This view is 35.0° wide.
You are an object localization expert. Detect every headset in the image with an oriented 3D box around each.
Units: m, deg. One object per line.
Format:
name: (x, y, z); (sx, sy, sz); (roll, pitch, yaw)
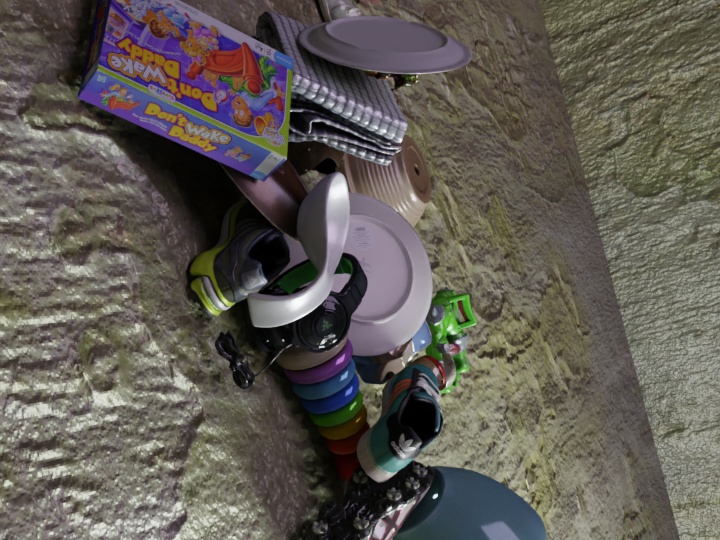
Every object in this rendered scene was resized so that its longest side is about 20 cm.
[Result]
headset: (-0.076, 0.040, 1.174); (0.200, 0.123, 0.094); (-54, 127, -38)

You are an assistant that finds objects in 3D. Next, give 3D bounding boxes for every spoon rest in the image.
spoon rest: (-0.045, -0.018, 1.135); (0.201, 0.060, 0.100); (-61, 154, -44)

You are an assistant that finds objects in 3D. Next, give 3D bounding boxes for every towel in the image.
towel: (-0.043, -0.206, 1.325); (0.165, 0.086, 0.201); (19, 29, -28)

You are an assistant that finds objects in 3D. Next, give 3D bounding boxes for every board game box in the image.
board game box: (-0.161, -0.185, 1.094); (0.199, 0.045, 0.135); (23, 49, -28)

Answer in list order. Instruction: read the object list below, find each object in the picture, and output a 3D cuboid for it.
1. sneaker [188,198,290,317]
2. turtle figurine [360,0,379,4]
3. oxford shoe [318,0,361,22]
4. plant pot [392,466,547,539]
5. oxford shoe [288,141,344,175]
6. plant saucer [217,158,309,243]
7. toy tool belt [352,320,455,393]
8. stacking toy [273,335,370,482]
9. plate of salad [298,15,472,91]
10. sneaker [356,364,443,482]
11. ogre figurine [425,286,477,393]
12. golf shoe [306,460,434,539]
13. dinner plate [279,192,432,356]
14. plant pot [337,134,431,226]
sneaker: (-0.105, -0.022, 1.184); (0.074, 0.080, 0.200); (64, 24, -25)
turtle figurine: (0.029, -0.503, 1.734); (0.145, 0.199, 0.194); (58, 31, 2)
oxford shoe: (-0.013, -0.358, 1.670); (0.201, 0.057, 0.075); (68, 25, -10)
plant pot: (0.096, 0.305, 1.315); (0.135, 0.199, 0.201); (50, 30, -26)
oxford shoe: (-0.048, -0.165, 1.446); (0.200, 0.072, 0.085); (-37, 113, -54)
plant saucer: (-0.109, -0.117, 1.207); (0.201, 0.032, 0.200); (51, 9, -11)
toy tool belt: (0.021, 0.087, 1.405); (0.123, 0.124, 0.201); (-35, 107, -34)
stacking toy: (-0.024, 0.154, 1.271); (0.086, 0.085, 0.201); (-67, 140, -58)
plate of salad: (0.027, -0.248, 1.301); (0.200, 0.198, 0.048); (-60, 160, -61)
sneaker: (0.064, 0.158, 1.275); (0.071, 0.080, 0.200); (49, 29, -9)
ogre figurine: (0.120, 0.095, 1.635); (0.200, 0.097, 0.121); (-22, 107, -57)
golf shoe: (0.008, 0.272, 1.239); (0.200, 0.077, 0.089); (-32, 135, -46)
dinner plate: (0.000, 0.000, 1.338); (0.199, 0.024, 0.202); (9, 68, -23)
plant pot: (0.038, -0.128, 1.590); (0.201, 0.092, 0.202); (50, 31, -46)
